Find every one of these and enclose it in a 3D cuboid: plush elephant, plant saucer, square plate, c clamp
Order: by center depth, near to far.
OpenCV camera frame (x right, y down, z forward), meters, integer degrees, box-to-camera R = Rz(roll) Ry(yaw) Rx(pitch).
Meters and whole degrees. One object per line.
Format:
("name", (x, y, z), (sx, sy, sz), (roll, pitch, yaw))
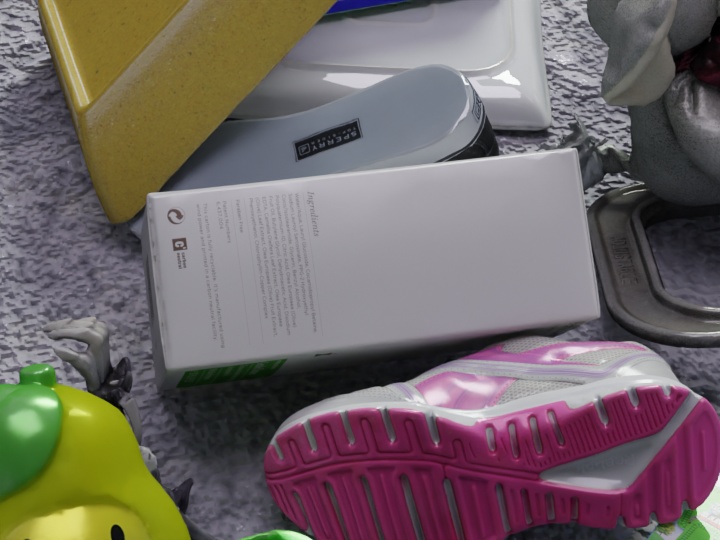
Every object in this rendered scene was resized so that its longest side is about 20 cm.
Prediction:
("plush elephant", (0.178, -0.121, 0.897), (0.199, 0.155, 0.165), (-12, 43, 3))
("c clamp", (0.202, -0.015, 0.900), (0.170, 0.027, 0.200), (1, 29, 6))
("plant saucer", (-0.104, -0.154, 0.949), (0.200, 0.048, 0.200), (-45, 39, 14))
("square plate", (0.015, -0.157, 1.075), (0.199, 0.029, 0.199), (3, 42, 1))

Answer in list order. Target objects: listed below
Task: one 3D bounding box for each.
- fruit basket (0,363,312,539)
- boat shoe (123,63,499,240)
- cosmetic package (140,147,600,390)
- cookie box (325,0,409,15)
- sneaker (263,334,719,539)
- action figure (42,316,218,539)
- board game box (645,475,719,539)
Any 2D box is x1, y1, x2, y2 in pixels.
("fruit basket", (-0.093, 0.145, 0.600), (0.214, 0.216, 0.156), (-12, 43, -16))
("boat shoe", (-0.025, -0.047, 0.918), (0.198, 0.068, 0.074), (-21, 53, 10))
("cosmetic package", (0.000, 0.000, 0.820), (0.199, 0.108, 0.085), (-6, 82, -9))
("cookie box", (-0.020, -0.247, 1.096), (0.170, 0.075, 0.200), (-12, 43, -15))
("sneaker", (0.057, 0.077, 0.781), (0.199, 0.082, 0.088), (-5, 20, 3))
("action figure", (-0.145, 0.084, 0.743), (0.199, 0.103, 0.119), (13, 31, 15))
("board game box", (0.215, 0.125, 0.758), (0.151, 0.037, 0.200), (25, 46, 25))
